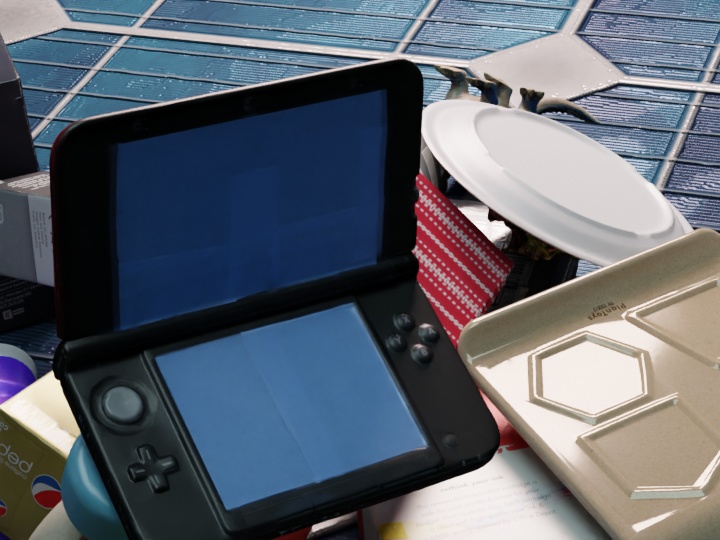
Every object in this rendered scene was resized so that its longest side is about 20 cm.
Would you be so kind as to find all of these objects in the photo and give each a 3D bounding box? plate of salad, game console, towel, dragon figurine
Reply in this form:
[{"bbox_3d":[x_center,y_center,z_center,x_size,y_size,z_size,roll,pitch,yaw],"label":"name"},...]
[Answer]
[{"bbox_3d":[0.122,-0.045,1.196,0.198,0.048,0.201,23,25,-11],"label":"plate of salad"},{"bbox_3d":[-0.033,0.017,0.882,0.198,0.119,0.173,-14,62,-29],"label":"game console"},{"bbox_3d":[0.000,0.000,1.068,0.145,0.022,0.200,44,38,-2],"label":"towel"},{"bbox_3d":[0.086,-0.087,1.356,0.059,0.100,0.199,23,14,36],"label":"dragon figurine"}]

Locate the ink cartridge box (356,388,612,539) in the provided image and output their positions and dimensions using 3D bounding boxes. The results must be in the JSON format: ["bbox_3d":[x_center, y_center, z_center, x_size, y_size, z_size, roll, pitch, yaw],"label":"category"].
[{"bbox_3d":[0.066,0.150,1.012,0.115,0.068,0.201,-11,34,-9],"label":"ink cartridge box"}]

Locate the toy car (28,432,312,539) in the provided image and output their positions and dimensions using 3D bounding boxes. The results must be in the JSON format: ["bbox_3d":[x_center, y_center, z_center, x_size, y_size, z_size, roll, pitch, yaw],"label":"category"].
[{"bbox_3d":[-0.053,0.169,0.959,0.200,0.185,0.176,45,52,14],"label":"toy car"}]

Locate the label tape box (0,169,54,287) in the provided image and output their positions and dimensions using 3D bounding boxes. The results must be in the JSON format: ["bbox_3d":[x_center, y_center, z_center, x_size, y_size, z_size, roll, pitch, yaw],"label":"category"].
[{"bbox_3d":[-0.118,-0.027,1.186,0.199,0.064,0.143,10,19,43],"label":"label tape box"}]

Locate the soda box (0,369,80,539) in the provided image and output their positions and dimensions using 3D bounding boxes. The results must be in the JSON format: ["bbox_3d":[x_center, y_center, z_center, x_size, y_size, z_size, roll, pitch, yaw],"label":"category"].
[{"bbox_3d":[-0.141,0.084,1.081,0.064,0.068,0.200,35,27,10],"label":"soda box"}]

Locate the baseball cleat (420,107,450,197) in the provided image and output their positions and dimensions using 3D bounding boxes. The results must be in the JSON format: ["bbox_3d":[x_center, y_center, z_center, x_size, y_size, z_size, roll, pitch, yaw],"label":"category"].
[{"bbox_3d":[0.030,-0.030,1.194,0.107,0.070,0.200,47,38,0],"label":"baseball cleat"}]

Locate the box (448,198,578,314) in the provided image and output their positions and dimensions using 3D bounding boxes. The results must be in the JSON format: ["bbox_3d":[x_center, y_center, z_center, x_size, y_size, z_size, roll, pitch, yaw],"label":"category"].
[{"bbox_3d":[0.030,0.014,1.231,0.198,0.051,0.158,5,36,16],"label":"box"}]

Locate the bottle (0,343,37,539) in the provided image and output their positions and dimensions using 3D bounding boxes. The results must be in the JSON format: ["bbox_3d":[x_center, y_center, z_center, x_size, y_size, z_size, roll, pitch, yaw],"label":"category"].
[{"bbox_3d":[-0.216,0.119,1.107,0.083,0.066,0.201,-6,34,-3],"label":"bottle"}]

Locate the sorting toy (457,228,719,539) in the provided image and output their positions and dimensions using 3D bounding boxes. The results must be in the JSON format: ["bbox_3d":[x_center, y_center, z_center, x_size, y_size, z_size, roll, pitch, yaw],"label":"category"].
[{"bbox_3d":[0.175,0.071,1.028,0.184,0.037,0.200,-21,45,-19],"label":"sorting toy"}]

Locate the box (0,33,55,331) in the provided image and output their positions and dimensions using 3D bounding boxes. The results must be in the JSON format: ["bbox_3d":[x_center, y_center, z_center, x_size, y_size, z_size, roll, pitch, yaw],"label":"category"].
[{"bbox_3d":[-0.281,-0.083,1.309,0.103,0.184,0.200,-16,35,-13],"label":"box"}]
